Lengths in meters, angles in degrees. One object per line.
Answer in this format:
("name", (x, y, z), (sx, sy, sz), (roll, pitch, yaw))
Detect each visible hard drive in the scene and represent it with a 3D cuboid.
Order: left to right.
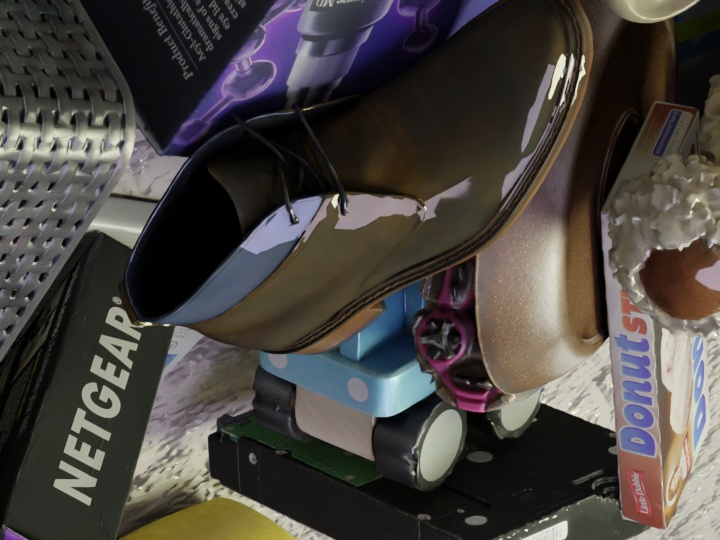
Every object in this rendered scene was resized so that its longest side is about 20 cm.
("hard drive", (0.038, 0.098, 1.373), (0.139, 0.199, 0.038), (-19, 118, -39))

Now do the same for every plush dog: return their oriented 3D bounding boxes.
("plush dog", (0.203, -0.060, 1.117), (0.199, 0.161, 0.172), (19, 118, -16))

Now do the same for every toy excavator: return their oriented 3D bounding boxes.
("toy excavator", (0.000, 0.000, 1.290), (0.194, 0.100, 0.201), (-29, 130, -45))

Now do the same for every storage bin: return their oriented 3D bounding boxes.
("storage bin", (-0.182, -0.032, 1.009), (0.093, 0.136, 0.200), (1, 137, -43))

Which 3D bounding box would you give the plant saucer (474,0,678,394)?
("plant saucer", (0.097, -0.043, 1.182), (0.200, 0.032, 0.201), (12, 90, -71))

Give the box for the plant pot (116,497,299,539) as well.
("plant pot", (-0.080, 0.207, 1.481), (0.142, 0.200, 0.200), (-51, 157, -18))

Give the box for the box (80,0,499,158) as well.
("box", (0.005, -0.141, 1.052), (0.147, 0.105, 0.200), (0, 140, -44))

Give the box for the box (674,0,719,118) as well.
("box", (0.171, -0.126, 1.297), (0.121, 0.048, 0.200), (-21, 151, -22))

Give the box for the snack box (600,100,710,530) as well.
("snack box", (0.131, 0.023, 1.232), (0.201, 0.024, 0.072), (81, 28, -45))

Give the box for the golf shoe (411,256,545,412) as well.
("golf shoe", (0.070, -0.040, 1.260), (0.092, 0.072, 0.201), (-15, 116, -66))

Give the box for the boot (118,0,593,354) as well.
("boot", (-0.003, -0.033, 1.030), (0.097, 0.075, 0.200), (0, 142, -49))

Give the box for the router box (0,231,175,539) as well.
("router box", (-0.143, 0.098, 1.172), (0.051, 0.200, 0.149), (30, 125, -14))

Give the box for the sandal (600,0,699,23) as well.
("sandal", (0.115, -0.140, 0.989), (0.080, 0.054, 0.200), (-28, 153, -7))

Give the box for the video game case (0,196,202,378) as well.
("video game case", (-0.156, 0.032, 1.269), (0.199, 0.022, 0.182), (7, 134, -50))
